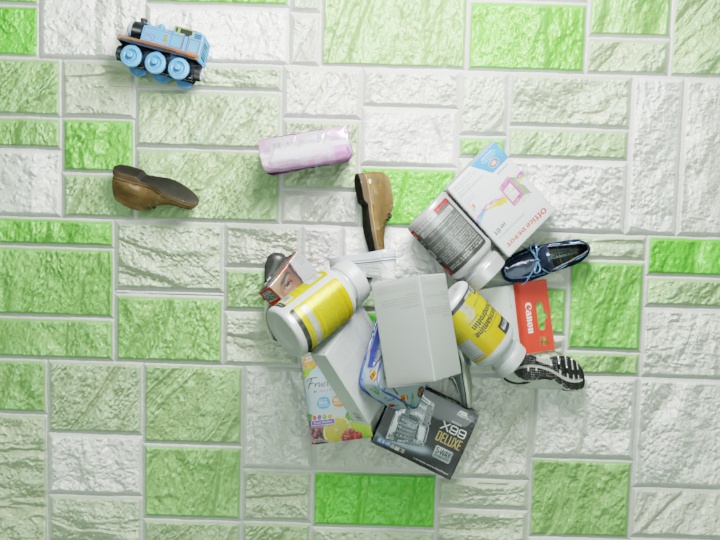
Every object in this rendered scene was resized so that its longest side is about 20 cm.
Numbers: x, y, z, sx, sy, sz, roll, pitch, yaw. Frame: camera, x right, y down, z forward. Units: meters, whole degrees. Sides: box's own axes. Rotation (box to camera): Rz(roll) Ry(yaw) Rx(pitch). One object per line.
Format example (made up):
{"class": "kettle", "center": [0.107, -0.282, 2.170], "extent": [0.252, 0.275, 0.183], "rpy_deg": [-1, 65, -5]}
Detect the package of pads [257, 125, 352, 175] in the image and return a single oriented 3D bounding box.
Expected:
{"class": "package of pads", "center": [-0.113, -0.253, 1.531], "extent": [0.195, 0.121, 0.078], "rpy_deg": [-9, 94, 0]}

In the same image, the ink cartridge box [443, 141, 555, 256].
{"class": "ink cartridge box", "center": [0.297, -0.150, 1.555], "extent": [0.144, 0.085, 0.200], "rpy_deg": [-44, 94, 3]}

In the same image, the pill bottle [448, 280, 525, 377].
{"class": "pill bottle", "center": [0.248, 0.126, 1.516], "extent": [0.199, 0.112, 0.112], "rpy_deg": [42, 93, -7]}

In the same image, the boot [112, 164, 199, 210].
{"class": "boot", "center": [-0.444, -0.161, 1.575], "extent": [0.196, 0.074, 0.077], "rpy_deg": [19, 113, 3]}

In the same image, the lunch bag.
{"class": "lunch bag", "center": [0.078, 0.180, 1.527], "extent": [0.159, 0.075, 0.204], "rpy_deg": [33, 61, -32]}

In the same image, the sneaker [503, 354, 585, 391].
{"class": "sneaker", "center": [0.401, 0.226, 1.599], "extent": [0.196, 0.080, 0.075], "rpy_deg": [13, 64, -15]}

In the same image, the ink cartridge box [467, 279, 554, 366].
{"class": "ink cartridge box", "center": [0.324, 0.113, 1.594], "extent": [0.195, 0.057, 0.167], "rpy_deg": [-8, 94, 6]}

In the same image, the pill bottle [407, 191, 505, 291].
{"class": "pill bottle", "center": [0.205, -0.057, 1.544], "extent": [0.114, 0.114, 0.200], "rpy_deg": [-44, 90, 3]}

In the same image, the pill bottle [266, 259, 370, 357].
{"class": "pill bottle", "center": [-0.080, 0.071, 1.453], "extent": [0.199, 0.114, 0.115], "rpy_deg": [-37, 94, -28]}

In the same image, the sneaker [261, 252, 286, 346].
{"class": "sneaker", "center": [-0.176, 0.064, 1.573], "extent": [0.072, 0.089, 0.205], "rpy_deg": [-4, 93, 2]}

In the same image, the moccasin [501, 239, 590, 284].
{"class": "moccasin", "center": [0.398, -0.031, 1.567], "extent": [0.196, 0.068, 0.082], "rpy_deg": [-22, 82, -2]}

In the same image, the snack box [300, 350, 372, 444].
{"class": "snack box", "center": [-0.052, 0.271, 1.604], "extent": [0.139, 0.053, 0.205], "rpy_deg": [-7, 93, -1]}

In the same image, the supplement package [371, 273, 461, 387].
{"class": "supplement package", "center": [0.110, 0.117, 1.428], "extent": [0.115, 0.116, 0.205], "rpy_deg": [-12, 84, 33]}

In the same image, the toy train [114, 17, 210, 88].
{"class": "toy train", "center": [-0.417, -0.462, 1.538], "extent": [0.195, 0.087, 0.117], "rpy_deg": [15, 85, 1]}

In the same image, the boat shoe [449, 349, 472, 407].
{"class": "boat shoe", "center": [0.202, 0.203, 1.596], "extent": [0.060, 0.073, 0.205], "rpy_deg": [-13, 91, 15]}

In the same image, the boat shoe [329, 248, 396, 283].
{"class": "boat shoe", "center": [0.000, 0.000, 1.520], "extent": [0.072, 0.198, 0.069], "rpy_deg": [-3, 86, -34]}

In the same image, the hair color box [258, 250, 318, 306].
{"class": "hair color box", "center": [-0.106, 0.072, 1.543], "extent": [0.200, 0.064, 0.112], "rpy_deg": [45, 58, -14]}

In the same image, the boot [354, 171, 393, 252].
{"class": "boot", "center": [0.042, -0.111, 1.564], "extent": [0.074, 0.073, 0.205], "rpy_deg": [-11, 98, -18]}

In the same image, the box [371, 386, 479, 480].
{"class": "box", "center": [0.142, 0.345, 1.610], "extent": [0.197, 0.050, 0.160], "rpy_deg": [26, 94, -1]}

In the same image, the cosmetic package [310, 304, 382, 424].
{"class": "cosmetic package", "center": [-0.005, 0.196, 1.525], "extent": [0.151, 0.051, 0.202], "rpy_deg": [-50, 123, -35]}
